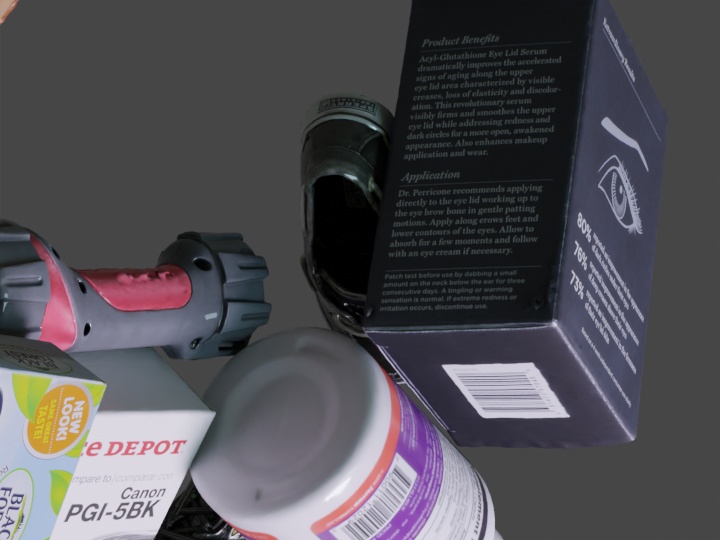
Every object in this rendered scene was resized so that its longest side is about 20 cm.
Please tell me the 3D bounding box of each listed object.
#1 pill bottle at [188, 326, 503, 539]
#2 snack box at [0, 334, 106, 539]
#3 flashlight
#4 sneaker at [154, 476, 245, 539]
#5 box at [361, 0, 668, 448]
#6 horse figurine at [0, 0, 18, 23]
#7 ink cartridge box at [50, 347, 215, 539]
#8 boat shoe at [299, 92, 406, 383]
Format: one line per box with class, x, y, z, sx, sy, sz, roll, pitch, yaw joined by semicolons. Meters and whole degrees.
pill bottle;0.003;0.123;1.377;0.111;0.111;0.200;-47;139;-5
snack box;-0.219;0.091;1.120;0.200;0.053;0.143;12;105;-46
flashlight;-0.124;0.007;1.274;0.200;0.068;0.068;-5;142;-52
sneaker;-0.071;0.119;1.442;0.200;0.078;0.085;-41;139;-29
box;0.085;-0.028;1.357;0.148;0.104;0.201;53;41;-55
horse figurine;-0.199;-0.071;1.116;0.132;0.050;0.200;-14;128;-50
ink cartridge box;-0.181;0.128;1.301;0.147;0.083;0.200;2;121;-49
boat shoe;0.000;0.000;1.386;0.200;0.070;0.064;74;18;-44
